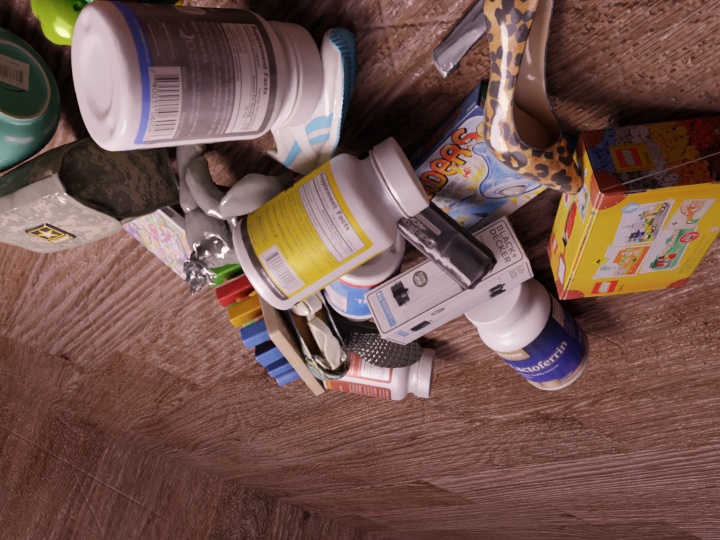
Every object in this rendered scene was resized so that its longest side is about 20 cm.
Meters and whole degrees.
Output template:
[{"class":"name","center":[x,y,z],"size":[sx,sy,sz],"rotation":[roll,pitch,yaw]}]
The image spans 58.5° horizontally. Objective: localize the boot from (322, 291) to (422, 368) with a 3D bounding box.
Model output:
[{"class":"boot","center":[0.001,0.075,1.015],"size":[0.196,0.132,0.069],"rotation":[12,127,-11]}]

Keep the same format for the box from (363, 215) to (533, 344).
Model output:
[{"class":"box","center":[0.114,0.018,0.809],"size":[0.197,0.061,0.116],"rotation":[-29,162,10]}]

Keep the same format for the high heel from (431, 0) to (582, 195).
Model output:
[{"class":"high heel","center":[0.165,-0.160,0.567],"size":[0.200,0.072,0.142],"rotation":[46,148,-8]}]

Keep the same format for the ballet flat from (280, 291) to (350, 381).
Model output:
[{"class":"ballet flat","center":[-0.065,0.065,0.894],"size":[0.073,0.074,0.203],"rotation":[-11,113,36]}]

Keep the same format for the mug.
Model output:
[{"class":"mug","center":[-0.419,-0.182,0.701],"size":[0.113,0.186,0.153],"rotation":[-13,123,31]}]

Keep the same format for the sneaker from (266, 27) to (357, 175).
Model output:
[{"class":"sneaker","center":[-0.053,-0.170,0.677],"size":[0.079,0.078,0.201],"rotation":[18,147,-4]}]

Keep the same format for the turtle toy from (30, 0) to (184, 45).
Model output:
[{"class":"turtle toy","center":[-0.218,-0.267,0.559],"size":[0.198,0.103,0.145],"rotation":[-18,137,42]}]

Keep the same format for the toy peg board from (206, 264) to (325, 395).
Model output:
[{"class":"toy peg board","center":[-0.150,0.079,0.979],"size":[0.096,0.202,0.201],"rotation":[-23,143,2]}]

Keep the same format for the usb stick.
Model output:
[{"class":"usb stick","center":[0.068,-0.057,0.737],"size":[0.199,0.033,0.056],"rotation":[41,118,7]}]

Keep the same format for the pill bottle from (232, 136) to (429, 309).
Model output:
[{"class":"pill bottle","center":[-0.029,-0.053,0.689],"size":[0.198,0.113,0.111],"rotation":[-30,135,12]}]

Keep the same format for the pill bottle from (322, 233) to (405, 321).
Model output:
[{"class":"pill bottle","center":[0.000,0.000,0.886],"size":[0.110,0.115,0.201],"rotation":[12,159,3]}]

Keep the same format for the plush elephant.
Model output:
[{"class":"plush elephant","center":[-0.139,-0.070,0.807],"size":[0.151,0.203,0.166],"rotation":[-13,137,8]}]

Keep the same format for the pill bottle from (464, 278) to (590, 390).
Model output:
[{"class":"pill bottle","center":[0.237,0.080,0.924],"size":[0.114,0.118,0.199],"rotation":[-16,138,40]}]

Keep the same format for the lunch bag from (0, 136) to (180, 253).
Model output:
[{"class":"lunch bag","center":[-0.339,-0.092,0.768],"size":[0.161,0.200,0.120],"rotation":[-12,103,25]}]

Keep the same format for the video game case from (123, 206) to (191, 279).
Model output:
[{"class":"video game case","center":[-0.302,-0.069,0.923],"size":[0.199,0.018,0.144],"rotation":[39,150,6]}]

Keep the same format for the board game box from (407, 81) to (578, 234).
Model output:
[{"class":"board game box","center":[0.129,-0.111,0.736],"size":[0.133,0.035,0.200],"rotation":[24,148,-17]}]

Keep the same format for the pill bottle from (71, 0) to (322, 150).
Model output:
[{"class":"pill bottle","center":[-0.137,-0.172,0.569],"size":[0.198,0.116,0.113],"rotation":[-16,172,-41]}]

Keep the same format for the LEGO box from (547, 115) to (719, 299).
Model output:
[{"class":"LEGO box","center":[0.292,-0.057,0.681],"size":[0.145,0.079,0.201],"rotation":[-6,148,2]}]

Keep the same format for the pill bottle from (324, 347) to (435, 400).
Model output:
[{"class":"pill bottle","center":[0.032,0.170,1.158],"size":[0.195,0.114,0.113],"rotation":[8,149,10]}]
